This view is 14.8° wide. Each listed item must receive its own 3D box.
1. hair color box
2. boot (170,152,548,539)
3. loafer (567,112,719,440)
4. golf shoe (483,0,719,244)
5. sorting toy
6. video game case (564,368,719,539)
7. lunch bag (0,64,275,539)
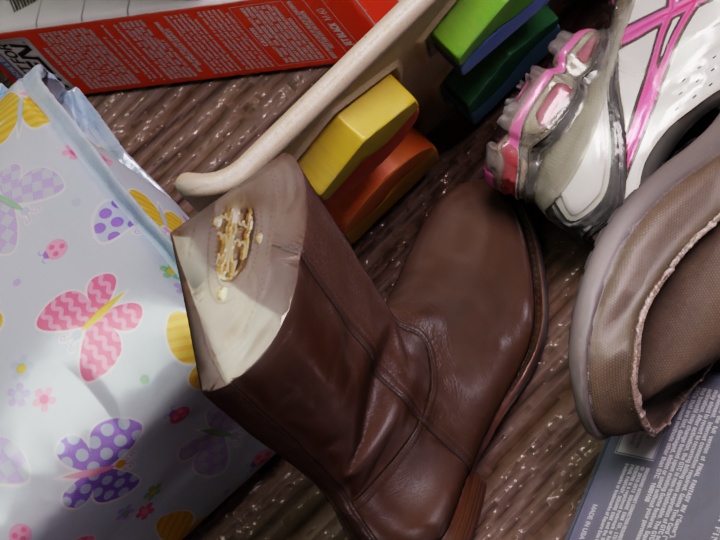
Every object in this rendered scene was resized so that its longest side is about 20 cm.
[{"bbox_3d":[-0.073,-0.148,1.276,0.199,0.064,0.111,-4,60,27],"label":"hair color box"},{"bbox_3d":[0.000,0.000,1.040,0.064,0.200,0.187,-7,57,26],"label":"boot"},{"bbox_3d":[0.149,-0.015,1.037,0.071,0.073,0.200,24,65,34],"label":"loafer"},{"bbox_3d":[0.136,-0.095,1.122,0.092,0.073,0.200,30,78,15],"label":"golf shoe"},{"bbox_3d":[0.024,-0.072,1.106,0.200,0.185,0.037,-40,80,-1],"label":"sorting toy"},{"bbox_3d":[0.163,0.112,0.992,0.200,0.019,0.143,11,66,34],"label":"video game case"},{"bbox_3d":[-0.136,0.030,1.155,0.170,0.127,0.200,-44,58,1],"label":"lunch bag"}]
